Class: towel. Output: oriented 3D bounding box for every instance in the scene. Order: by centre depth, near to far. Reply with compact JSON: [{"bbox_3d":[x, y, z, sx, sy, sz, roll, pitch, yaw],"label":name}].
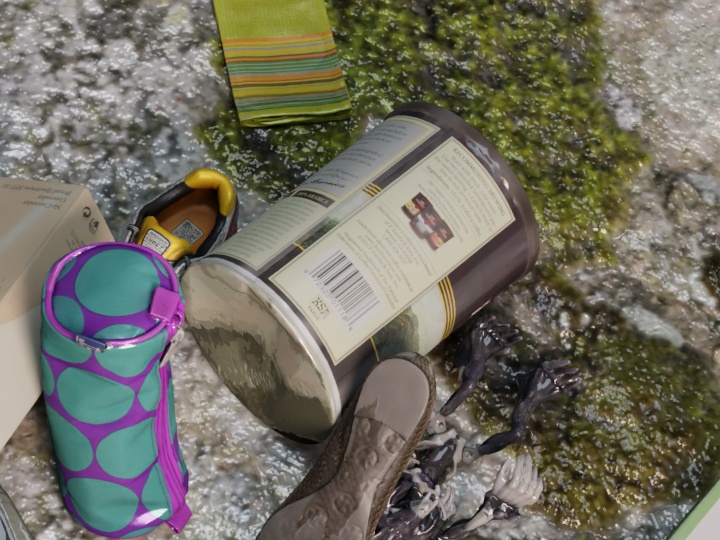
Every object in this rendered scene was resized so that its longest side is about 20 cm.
[{"bbox_3d":[-0.067,-0.196,1.746,0.086,0.018,0.200,-6,63,-16],"label":"towel"}]

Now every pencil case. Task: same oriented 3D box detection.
[{"bbox_3d":[-0.150,0.079,1.473,0.092,0.200,0.085,19,49,16],"label":"pencil case"}]

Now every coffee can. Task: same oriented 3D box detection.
[{"bbox_3d":[0.000,0.000,1.579,0.200,0.146,0.146,-38,75,-26],"label":"coffee can"}]

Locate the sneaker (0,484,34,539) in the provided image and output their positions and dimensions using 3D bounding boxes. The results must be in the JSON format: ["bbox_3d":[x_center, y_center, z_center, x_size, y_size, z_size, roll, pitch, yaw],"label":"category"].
[{"bbox_3d":[-0.256,0.197,1.459,0.114,0.076,0.200,-25,75,-29],"label":"sneaker"}]

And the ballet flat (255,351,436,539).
[{"bbox_3d":[-0.009,0.137,1.511,0.067,0.046,0.200,30,103,6],"label":"ballet flat"}]

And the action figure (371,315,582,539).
[{"bbox_3d":[0.060,0.118,1.555,0.119,0.102,0.200,39,59,-3],"label":"action figure"}]

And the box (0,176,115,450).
[{"bbox_3d":[-0.242,0.037,1.483,0.095,0.078,0.200,6,47,30],"label":"box"}]

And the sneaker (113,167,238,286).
[{"bbox_3d":[-0.154,0.003,1.582,0.078,0.082,0.200,34,62,7],"label":"sneaker"}]

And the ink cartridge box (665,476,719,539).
[{"bbox_3d":[0.280,0.244,1.562,0.200,0.048,0.146,40,62,9],"label":"ink cartridge box"}]
